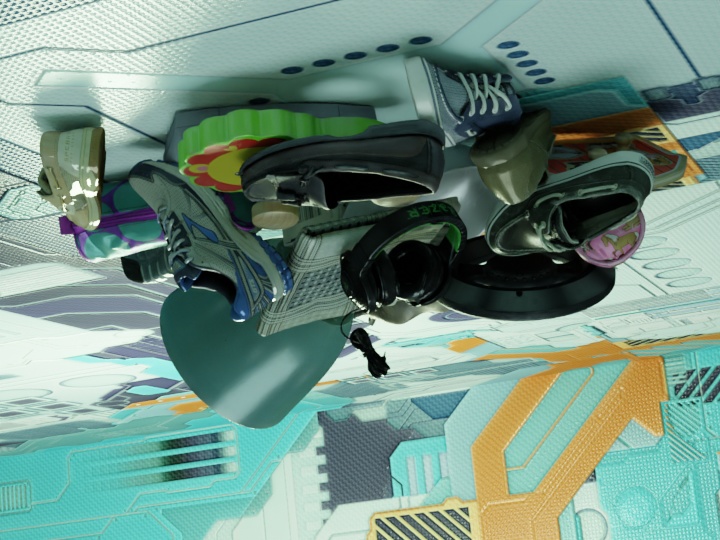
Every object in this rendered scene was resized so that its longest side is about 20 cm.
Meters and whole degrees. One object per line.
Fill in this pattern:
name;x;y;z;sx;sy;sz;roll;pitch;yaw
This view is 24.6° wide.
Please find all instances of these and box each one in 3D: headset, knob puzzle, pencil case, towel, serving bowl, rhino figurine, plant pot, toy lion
headset;0.039;0.017;1.667;0.123;0.094;0.200;-6;143;-36
knob puzzle;0.247;-0.119;1.706;0.219;0.030;0.220;1;-163;0
pencil case;-0.213;-0.065;1.758;0.200;0.085;0.092;-11;-177;21
pencil case;0.256;-0.073;1.756;0.083;0.087;0.200;22;-161;-2
towel;0.000;0.000;1.740;0.200;0.035;0.193;-14;151;-29
serving bowl;0.061;-0.073;1.780;0.200;0.066;0.200;-22;154;-12
rhino figurine;0.053;0.018;1.919;0.200;0.088;0.060;-16;163;32
plant pot;-0.104;0.057;1.914;0.161;0.201;0.200;-40;152;27
toy lion;-0.063;-0.107;1.553;0.200;0.069;0.192;-10;160;15

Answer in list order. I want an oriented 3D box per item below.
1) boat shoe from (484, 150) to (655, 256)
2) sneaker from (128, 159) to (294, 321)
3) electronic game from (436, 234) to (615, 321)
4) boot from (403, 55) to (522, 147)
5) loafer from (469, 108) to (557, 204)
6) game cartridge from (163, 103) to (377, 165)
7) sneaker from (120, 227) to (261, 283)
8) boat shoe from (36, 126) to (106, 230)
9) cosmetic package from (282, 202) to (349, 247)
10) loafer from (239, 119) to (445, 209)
boat shoe;0.196;-0.054;1.618;0.200;0.064;0.071;-28;117;40
sneaker;-0.162;-0.029;1.639;0.085;0.200;0.077;-47;174;-23
electronic game;0.168;0.006;1.739;0.200;0.042;0.200;-3;-156;1
boot;0.097;-0.163;1.514;0.090;0.073;0.200;-15;175;8
loafer;0.151;-0.112;1.626;0.076;0.068;0.200;-12;-168;21
game cartridge;-0.090;-0.130;1.634;0.200;0.041;0.133;-3;164;-13
sneaker;-0.190;-0.029;1.973;0.200;0.075;0.115;-18;165;42
boat shoe;-0.287;-0.093;1.635;0.065;0.072;0.200;5;164;-7
cosmetic package;0.013;-0.063;1.908;0.200;0.071;0.105;5;163;-42
loafer;-0.019;-0.084;1.468;0.200;0.063;0.072;-11;155;22
